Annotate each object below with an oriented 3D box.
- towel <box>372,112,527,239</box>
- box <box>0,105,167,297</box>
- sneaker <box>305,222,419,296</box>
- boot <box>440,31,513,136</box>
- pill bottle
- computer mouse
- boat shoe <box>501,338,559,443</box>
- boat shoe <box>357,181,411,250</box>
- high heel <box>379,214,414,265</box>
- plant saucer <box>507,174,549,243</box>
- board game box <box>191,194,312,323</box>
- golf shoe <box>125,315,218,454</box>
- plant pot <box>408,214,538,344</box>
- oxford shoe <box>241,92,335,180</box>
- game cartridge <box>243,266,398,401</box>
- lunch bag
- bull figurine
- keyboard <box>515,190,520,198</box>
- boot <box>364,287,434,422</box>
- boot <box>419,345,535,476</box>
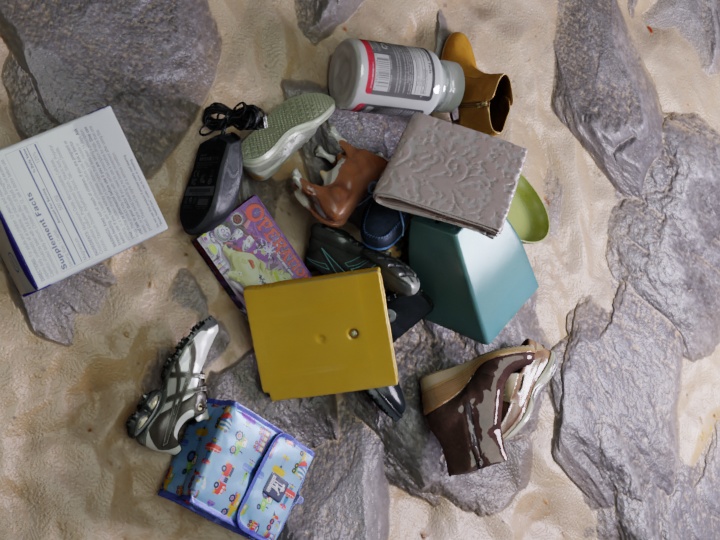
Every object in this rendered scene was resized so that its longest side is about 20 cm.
[{"bbox_3d":[0.135,-0.140,1.661,0.190,0.032,0.200,19,47,7],"label":"towel"},{"bbox_3d":[-0.392,-0.091,1.513,0.200,0.105,0.184,-28,98,-29],"label":"box"},{"bbox_3d":[0.000,0.000,1.682,0.075,0.200,0.080,11,105,-58],"label":"sneaker"},{"bbox_3d":[0.193,-0.303,1.830,0.071,0.144,0.202,5,81,-28],"label":"boot"},{"bbox_3d":[0.059,-0.296,1.777,0.199,0.111,0.111,2,83,-28],"label":"pill bottle"},{"bbox_3d":[-0.197,-0.140,1.627,0.053,0.138,0.201,23,82,-42],"label":"computer mouse"},{"bbox_3d":[0.246,0.196,1.844,0.072,0.076,0.200,40,61,-10],"label":"boat shoe"},{"bbox_3d":[0.047,-0.120,1.696,0.084,0.069,0.200,16,52,7],"label":"boat shoe"},{"bbox_3d":[0.049,-0.088,1.765,0.142,0.071,0.201,-2,94,-35],"label":"high heel"},{"bbox_3d":[0.221,-0.116,1.836,0.200,0.031,0.200,27,39,-24],"label":"plant saucer"},{"bbox_3d":[-0.145,0.003,1.679,0.120,0.032,0.200,-41,103,-30],"label":"board game box"},{"bbox_3d":[-0.239,0.161,1.576,0.094,0.078,0.200,32,79,-5],"label":"golf shoe"},{"bbox_3d":[0.159,-0.022,1.734,0.141,0.141,0.200,-45,135,-25],"label":"plant pot"},{"bbox_3d":[-0.111,-0.203,1.709,0.200,0.075,0.058,-46,147,-33],"label":"oxford shoe"},{"bbox_3d":[-0.056,0.093,1.639,0.199,0.032,0.177,-7,105,7],"label":"game cartridge"},{"bbox_3d":[-0.161,0.292,1.613,0.200,0.094,0.151,36,67,-33],"label":"lunch bag"},{"bbox_3d":[-0.024,-0.146,1.725,0.121,0.065,0.200,36,47,1],"label":"bull figurine"},{"bbox_3d":[0.220,-0.104,1.880,0.199,0.040,0.105,15,76,-25],"label":"keyboard"},{"bbox_3d":[0.050,0.106,1.719,0.168,0.076,0.200,-39,97,-6],"label":"boot"},{"bbox_3d":[0.202,0.218,1.781,0.199,0.072,0.167,-20,78,-1],"label":"boot"}]
